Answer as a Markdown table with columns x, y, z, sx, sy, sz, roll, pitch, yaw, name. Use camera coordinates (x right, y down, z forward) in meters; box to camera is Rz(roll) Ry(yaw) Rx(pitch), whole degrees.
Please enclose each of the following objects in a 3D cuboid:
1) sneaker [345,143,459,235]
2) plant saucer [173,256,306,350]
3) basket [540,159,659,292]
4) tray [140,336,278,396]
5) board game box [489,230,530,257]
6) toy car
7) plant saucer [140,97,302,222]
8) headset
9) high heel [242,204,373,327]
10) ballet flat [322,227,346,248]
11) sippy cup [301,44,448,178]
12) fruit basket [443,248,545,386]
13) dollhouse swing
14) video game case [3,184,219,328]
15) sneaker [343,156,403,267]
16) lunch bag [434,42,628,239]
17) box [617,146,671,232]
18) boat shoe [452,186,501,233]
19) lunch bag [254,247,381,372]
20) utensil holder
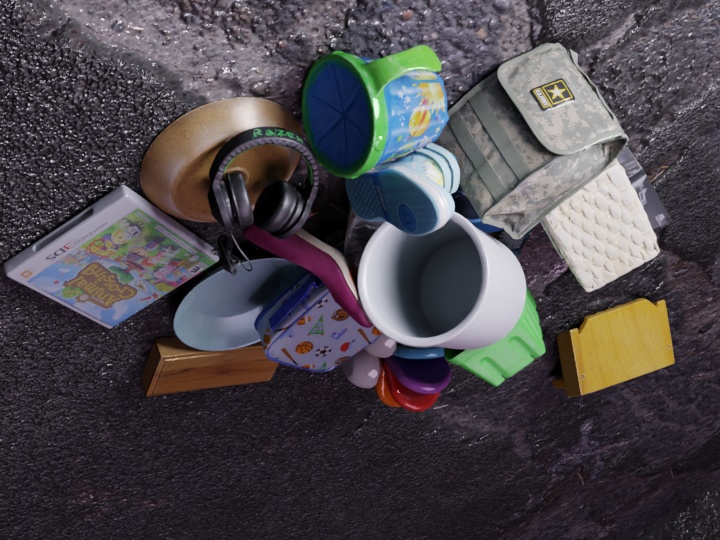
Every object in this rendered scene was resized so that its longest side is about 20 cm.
| x | y | z | sx | sy | sz | roll | pitch | yaw | name |
| --- | --- | --- | --- | --- | --- | --- | --- | --- | --- |
| 0.079 | -0.101 | 1.263 | 0.130 | 0.200 | 0.080 | -22 | 111 | -23 | sneaker |
| -0.162 | 0.035 | 1.500 | 0.200 | 0.039 | 0.201 | -19 | 148 | -12 | plant saucer |
| 0.316 | -0.087 | 1.523 | 0.135 | 0.124 | 0.200 | -30 | 129 | 9 | basket |
| -0.212 | 0.133 | 1.609 | 0.199 | 0.037 | 0.099 | -4 | 142 | -30 | tray |
| 0.159 | -0.045 | 1.617 | 0.199 | 0.028 | 0.136 | -11 | 146 | -23 | board game box |
| 0.079 | 0.137 | 1.711 | 0.174 | 0.150 | 0.200 | -6 | 143 | -27 | toy car |
| -0.155 | -0.116 | 1.287 | 0.199 | 0.036 | 0.201 | -18 | 148 | -12 | plant saucer |
| -0.124 | -0.082 | 1.272 | 0.123 | 0.094 | 0.201 | 7 | 124 | -24 | headset |
| -0.063 | 0.002 | 1.387 | 0.096 | 0.200 | 0.067 | -34 | 171 | 16 | high heel |
| 0.000 | 0.000 | 1.554 | 0.067 | 0.046 | 0.200 | -29 | 148 | 4 | ballet flat |
| 0.024 | -0.181 | 1.242 | 0.130 | 0.178 | 0.140 | -15 | 107 | -35 | sippy cup |
| 0.154 | 0.043 | 1.578 | 0.155 | 0.216 | 0.215 | -37 | 146 | 18 | fruit basket |
| 0.457 | 0.138 | 2.089 | 0.199 | 0.176 | 0.183 | -17 | 106 | -13 | dollhouse swing |
| -0.299 | -0.010 | 1.347 | 0.182 | 0.022 | 0.200 | -31 | 148 | 13 | video game case |
| 0.018 | -0.106 | 1.401 | 0.074 | 0.082 | 0.201 | 15 | 117 | -15 | sneaker |
| 0.208 | -0.166 | 1.348 | 0.200 | 0.164 | 0.117 | -40 | 147 | 21 | lunch bag |
| 0.379 | -0.087 | 1.690 | 0.157 | 0.050 | 0.200 | -34 | 147 | 12 | box |
| 0.126 | -0.082 | 1.511 | 0.199 | 0.069 | 0.084 | -5 | 156 | -38 | boat shoe |
| -0.041 | 0.053 | 1.505 | 0.160 | 0.076 | 0.200 | 21 | 125 | -43 | lunch bag |
| 0.110 | 0.017 | 1.402 | 0.170 | 0.170 | 0.200 | -35 | 162 | 15 | utensil holder |
